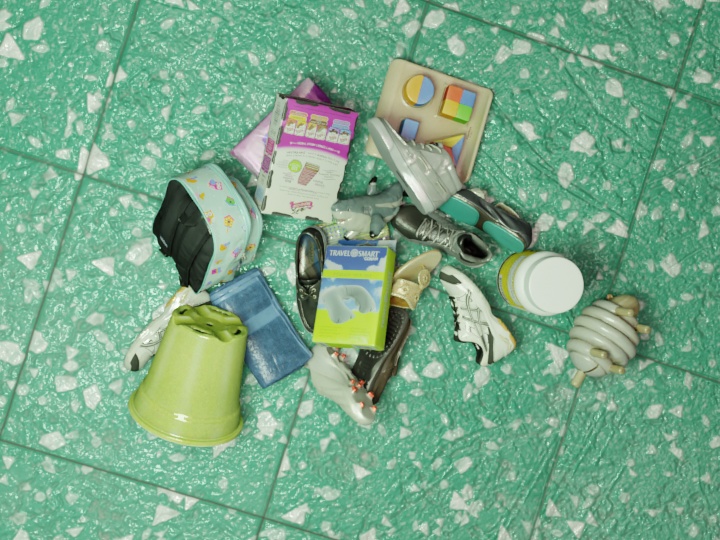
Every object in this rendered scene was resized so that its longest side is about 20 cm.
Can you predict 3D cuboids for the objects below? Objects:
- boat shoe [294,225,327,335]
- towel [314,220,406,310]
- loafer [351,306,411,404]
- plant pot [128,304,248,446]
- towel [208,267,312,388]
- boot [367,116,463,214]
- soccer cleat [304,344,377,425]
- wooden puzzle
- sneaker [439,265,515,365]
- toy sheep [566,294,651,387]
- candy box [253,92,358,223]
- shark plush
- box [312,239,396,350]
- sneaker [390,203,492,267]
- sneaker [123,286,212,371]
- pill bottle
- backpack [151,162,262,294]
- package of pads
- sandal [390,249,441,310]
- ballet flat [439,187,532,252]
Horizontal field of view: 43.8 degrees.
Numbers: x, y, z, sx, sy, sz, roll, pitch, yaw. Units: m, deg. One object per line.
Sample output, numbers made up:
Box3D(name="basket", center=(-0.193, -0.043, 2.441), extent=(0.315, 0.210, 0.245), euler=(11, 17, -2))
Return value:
Box3D(name="boat shoe", center=(-0.091, 0.021, 1.613), extent=(0.068, 0.057, 0.201), euler=(-1, 96, 15))
Box3D(name="towel", center=(0.000, 0.000, 1.648), extent=(0.143, 0.023, 0.201), euler=(-12, 93, -4))
Box3D(name="loafer", center=(0.037, 0.159, 1.638), extent=(0.073, 0.071, 0.200), euler=(33, 96, 39))
Box3D(name="plant pot", center=(-0.275, 0.165, 1.519), extent=(0.200, 0.200, 0.185), euler=(16, 107, -5))
Box3D(name="towel", center=(-0.179, 0.103, 1.598), extent=(0.111, 0.049, 0.200), euler=(-30, 88, -30))
Box3D(name="boot", center=(0.099, -0.204, 1.584), extent=(0.095, 0.074, 0.200), euler=(-36, 105, -8))
Box3D(name="soccer cleat", center=(-0.037, 0.210, 1.590), extent=(0.078, 0.200, 0.069), euler=(-48, 138, 14))
Box3D(name="wooden puzzle", center=(0.128, -0.273, 1.633), extent=(0.199, 0.046, 0.186), euler=(16, 88, -5))
Box3D(name="sneaker", center=(0.196, 0.086, 1.633), extent=(0.088, 0.076, 0.200), euler=(-37, 94, -3))
Box3D(name="toy sheep", center=(0.443, 0.127, 1.634), extent=(0.138, 0.138, 0.200), euler=(40, 80, -5))
Box3D(name="candy box", center=(-0.096, -0.191, 1.539), extent=(0.136, 0.061, 0.201), euler=(8, 106, -26))
Box3D(name="shark plush", center=(0.037, -0.128, 1.591), extent=(0.200, 0.091, 0.083), euler=(-34, 108, -20))
Box3D(name="box", center=(-0.008, 0.035, 1.567), extent=(0.121, 0.048, 0.201), euler=(2, 74, 22))
Box3D(name="sneaker", center=(0.153, -0.067, 1.611), extent=(0.199, 0.115, 0.075), euler=(23, 90, -5))
Box3D(name="sneaker", center=(-0.336, 0.114, 1.597), extent=(0.088, 0.076, 0.200), euler=(42, 89, -5))
Box3D(name="pill bottle", center=(0.318, 0.021, 1.586), extent=(0.114, 0.200, 0.115), euler=(0, 92, -5))
Box3D(name="backpack", center=(-0.257, -0.080, 1.523), extent=(0.153, 0.200, 0.176), euler=(-25, 70, -26))
Box3D(name="package of pads", center=(-0.124, -0.234, 1.603), extent=(0.200, 0.076, 0.121), euler=(-44, 99, -2))
Box3D(name="sandal", center=(0.070, 0.050, 1.597), extent=(0.211, 0.078, 0.070), euler=(-32, 59, 3))
Box3D(name="ballet flat", center=(0.230, -0.106, 1.645), extent=(0.200, 0.073, 0.073), euler=(31, 89, 7))
